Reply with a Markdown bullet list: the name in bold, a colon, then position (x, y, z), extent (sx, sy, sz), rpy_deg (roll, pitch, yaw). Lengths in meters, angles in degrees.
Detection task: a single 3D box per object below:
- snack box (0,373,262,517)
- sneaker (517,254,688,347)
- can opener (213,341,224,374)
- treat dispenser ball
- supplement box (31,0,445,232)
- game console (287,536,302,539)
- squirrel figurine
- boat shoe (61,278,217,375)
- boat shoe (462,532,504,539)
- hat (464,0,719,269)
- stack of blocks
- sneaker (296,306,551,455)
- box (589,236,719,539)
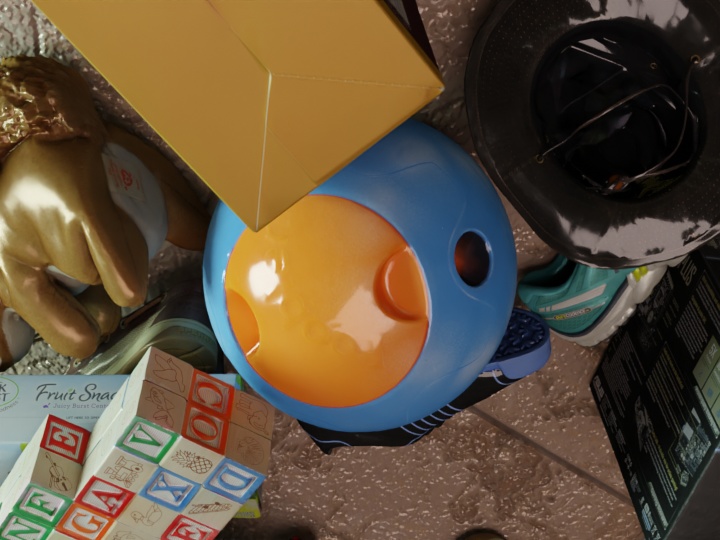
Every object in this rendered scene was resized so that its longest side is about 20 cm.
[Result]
- **snack box**: position (-0.170, 0.120, 0.920), extent (0.197, 0.053, 0.143), rpy_deg (-1, 150, 3)
- **sneaker**: position (0.185, -0.033, 0.945), extent (0.079, 0.078, 0.201), rpy_deg (30, 114, -12)
- **can opener**: position (-0.133, 0.143, 1.024), extent (0.066, 0.054, 0.202), rpy_deg (-2, 120, -6)
- **treat dispenser ball**: position (0.000, 0.000, 0.867), extent (0.198, 0.202, 0.203), rpy_deg (-3, 121, -5)
- **supplement box**: position (-0.074, -0.172, 0.756), extent (0.132, 0.201, 0.197), rpy_deg (-35, 118, 15)
- **game console**: position (-0.086, 0.318, 1.053), extent (0.031, 0.200, 0.178), rpy_deg (20, 118, 6)
- **squirrel figurine**: position (-0.229, -0.030, 0.884), extent (0.186, 0.142, 0.201), rpy_deg (-28, 106, 22)
- **boat shoe**: position (-0.167, 0.068, 0.968), extent (0.072, 0.073, 0.200), rpy_deg (24, 138, -29)
- **boat shoe**: position (0.141, 0.302, 1.142), extent (0.073, 0.063, 0.200), rpy_deg (-37, 118, 15)
- **hat**: position (0.162, -0.102, 0.881), extent (0.198, 0.081, 0.203), rpy_deg (0, 91, 3)
- **stack of blocks**: position (-0.150, 0.139, 0.835), extent (0.114, 0.059, 0.200), rpy_deg (27, 126, -18)
- **sneaker**: position (0.047, 0.083, 0.999), extent (0.198, 0.070, 0.078), rpy_deg (-11, 127, 14)
- **box**: position (0.246, 0.083, 0.943), extent (0.085, 0.201, 0.165), rpy_deg (14, 118, -13)
